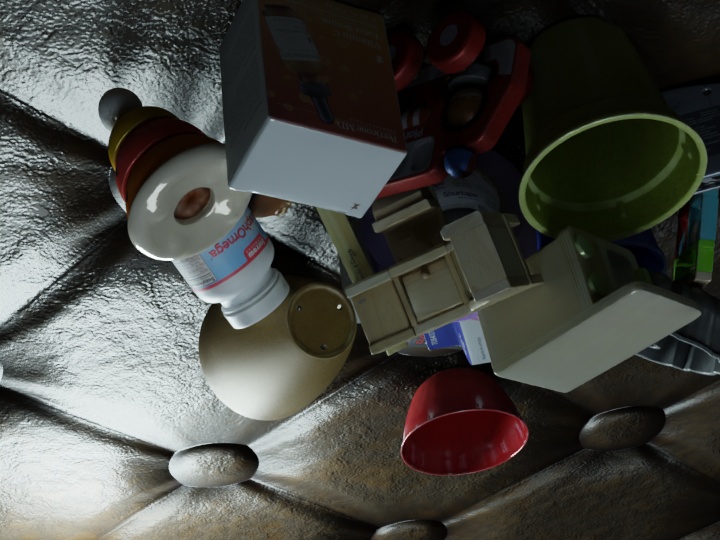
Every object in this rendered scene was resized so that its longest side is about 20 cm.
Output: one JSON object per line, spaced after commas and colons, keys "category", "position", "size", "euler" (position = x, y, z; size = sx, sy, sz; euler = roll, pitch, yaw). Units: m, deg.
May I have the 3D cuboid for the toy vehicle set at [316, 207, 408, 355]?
{"category": "toy vehicle set", "position": [0.000, 0.000, 1.408], "size": [0.026, 0.202, 0.124], "euler": [-26, 179, 1]}

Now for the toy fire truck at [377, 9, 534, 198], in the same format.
{"category": "toy fire truck", "position": [0.088, -0.164, 1.263], "size": [0.199, 0.170, 0.112], "euler": [-9, 151, 42]}

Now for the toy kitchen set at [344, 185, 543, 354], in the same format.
{"category": "toy kitchen set", "position": [0.054, -0.022, 1.239], "size": [0.198, 0.165, 0.180], "euler": [-24, 173, 18]}

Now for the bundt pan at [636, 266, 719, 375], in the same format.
{"category": "bundt pan", "position": [0.355, 0.054, 1.442], "size": [0.200, 0.076, 0.202], "euler": [22, 172, 3]}

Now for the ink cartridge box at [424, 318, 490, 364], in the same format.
{"category": "ink cartridge box", "position": [0.168, 0.055, 1.510], "size": [0.198, 0.044, 0.197], "euler": [-12, 148, 8]}

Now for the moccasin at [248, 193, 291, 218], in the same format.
{"category": "moccasin", "position": [-0.072, -0.124, 1.388], "size": [0.077, 0.074, 0.202], "euler": [7, 140, -29]}

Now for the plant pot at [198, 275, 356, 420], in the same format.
{"category": "plant pot", "position": [-0.087, 0.083, 1.508], "size": [0.184, 0.189, 0.200], "euler": [10, 164, -22]}

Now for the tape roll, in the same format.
{"category": "tape roll", "position": [0.105, -0.046, 1.419], "size": [0.198, 0.202, 0.085], "euler": [-13, 144, 7]}

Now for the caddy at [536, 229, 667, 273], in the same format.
{"category": "caddy", "position": [0.293, -0.012, 1.545], "size": [0.198, 0.106, 0.142], "euler": [4, 143, -16]}

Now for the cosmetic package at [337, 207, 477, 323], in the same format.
{"category": "cosmetic package", "position": [0.073, -0.018, 1.525], "size": [0.198, 0.114, 0.081], "euler": [-11, 145, 7]}

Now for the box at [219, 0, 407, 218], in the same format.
{"category": "box", "position": [-0.052, -0.174, 1.218], "size": [0.151, 0.202, 0.107], "euler": [11, 139, -25]}

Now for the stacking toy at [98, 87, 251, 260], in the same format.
{"category": "stacking toy", "position": [-0.218, -0.122, 1.272], "size": [0.145, 0.200, 0.147], "euler": [-28, 147, -21]}

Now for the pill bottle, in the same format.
{"category": "pill bottle", "position": [-0.169, -0.036, 1.391], "size": [0.108, 0.109, 0.201], "euler": [-26, 111, 23]}

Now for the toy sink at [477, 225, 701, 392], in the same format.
{"category": "toy sink", "position": [0.244, 0.033, 1.315], "size": [0.130, 0.113, 0.199], "euler": [15, 140, -41]}

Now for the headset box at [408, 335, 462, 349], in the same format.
{"category": "headset box", "position": [0.148, 0.039, 1.641], "size": [0.198, 0.076, 0.149], "euler": [5, 142, -17]}

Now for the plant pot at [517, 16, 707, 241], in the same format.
{"category": "plant pot", "position": [0.250, -0.164, 1.303], "size": [0.198, 0.186, 0.201], "euler": [-6, 143, -4]}

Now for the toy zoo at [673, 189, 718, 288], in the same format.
{"category": "toy zoo", "position": [0.406, -0.075, 1.454], "size": [0.020, 0.202, 0.131], "euler": [7, 169, 4]}

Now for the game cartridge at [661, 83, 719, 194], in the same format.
{"category": "game cartridge", "position": [0.356, -0.145, 1.390], "size": [0.198, 0.134, 0.042], "euler": [-15, 143, 10]}

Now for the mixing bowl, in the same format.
{"category": "mixing bowl", "position": [0.153, 0.221, 1.854], "size": [0.198, 0.109, 0.201], "euler": [-4, 143, -3]}
